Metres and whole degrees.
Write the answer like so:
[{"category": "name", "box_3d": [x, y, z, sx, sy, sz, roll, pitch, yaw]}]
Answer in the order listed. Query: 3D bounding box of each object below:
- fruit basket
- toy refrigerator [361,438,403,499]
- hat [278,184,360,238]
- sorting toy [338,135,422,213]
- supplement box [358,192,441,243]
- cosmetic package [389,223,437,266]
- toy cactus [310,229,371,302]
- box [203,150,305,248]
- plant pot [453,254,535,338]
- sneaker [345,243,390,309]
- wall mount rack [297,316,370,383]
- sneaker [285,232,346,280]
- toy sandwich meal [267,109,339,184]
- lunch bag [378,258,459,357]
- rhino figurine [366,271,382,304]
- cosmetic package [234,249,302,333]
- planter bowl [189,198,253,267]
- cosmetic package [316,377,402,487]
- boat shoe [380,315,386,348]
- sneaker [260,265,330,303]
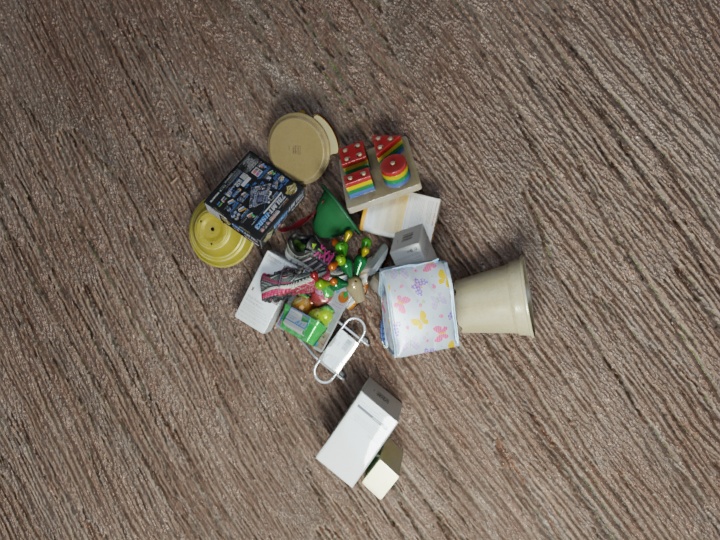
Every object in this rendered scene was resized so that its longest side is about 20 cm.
[{"category": "fruit basket", "box_3d": [-0.122, 0.087, 1.590, 0.182, 0.093, 0.204, 24, 86, 35]}, {"category": "toy refrigerator", "box_3d": [0.057, 0.494, 1.540, 0.070, 0.200, 0.077, 39, 96, 6]}, {"category": "hat", "box_3d": [-0.113, -0.104, 1.573, 0.175, 0.200, 0.167, -39, 92, 0]}, {"category": "sorting toy", "box_3d": [0.040, -0.266, 1.544, 0.193, 0.070, 0.203, -18, 47, 8]}, {"category": "supplement box", "box_3d": [0.105, -0.144, 1.591, 0.194, 0.073, 0.130, 15, 92, 7]}, {"category": "cosmetic package", "box_3d": [0.154, 0.002, 1.526, 0.083, 0.108, 0.204, -16, 115, 21]}, {"category": "toy cactus", "box_3d": [-0.038, 0.006, 1.509, 0.100, 0.200, 0.168, 2, 127, 40]}, {"category": "box", "box_3d": [-0.277, -0.191, 1.604, 0.196, 0.050, 0.202, 33, 68, 11]}, {"category": "plant pot", "box_3d": [0.332, 0.077, 1.519, 0.178, 0.200, 0.207, -9, 89, 19]}, {"category": "sneaker", "box_3d": [0.000, 0.000, 1.609, 0.091, 0.076, 0.202, 38, 94, 10]}, {"category": "wall mount rack", "box_3d": [-0.075, 0.191, 1.623, 0.172, 0.075, 0.202, 37, 95, 2]}, {"category": "sneaker", "box_3d": [-0.113, -0.042, 1.575, 0.195, 0.088, 0.075, 22, 58, 16]}, {"category": "toy sandwich meal", "box_3d": [-0.154, -0.334, 1.626, 0.199, 0.070, 0.211, 7, 113, 16]}, {"category": "lunch bag", "box_3d": [0.133, 0.082, 1.416, 0.164, 0.127, 0.206, -10, 101, -8]}, {"category": "rhino figurine", "box_3d": [0.089, 0.082, 1.516, 0.060, 0.087, 0.201, -40, 85, -1]}, {"category": "cosmetic package", "box_3d": [-0.247, 0.056, 1.641, 0.100, 0.074, 0.204, 27, 95, 6]}, {"category": "planter bowl", "box_3d": [-0.391, -0.111, 1.653, 0.194, 0.083, 0.207, 0, 90, 8]}, {"category": "cosmetic package", "box_3d": [0.003, 0.406, 1.546, 0.122, 0.199, 0.202, 37, 95, 6]}, {"category": "boat shoe", "box_3d": [0.096, 0.106, 1.595, 0.070, 0.072, 0.206, 11, 86, 5]}, {"category": "sneaker", "box_3d": [-0.171, 0.022, 1.552, 0.194, 0.081, 0.077, -15, 73, 12]}]
